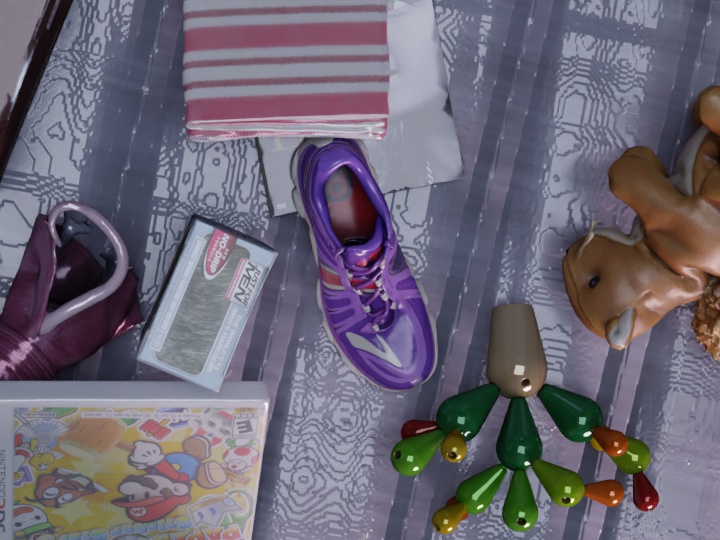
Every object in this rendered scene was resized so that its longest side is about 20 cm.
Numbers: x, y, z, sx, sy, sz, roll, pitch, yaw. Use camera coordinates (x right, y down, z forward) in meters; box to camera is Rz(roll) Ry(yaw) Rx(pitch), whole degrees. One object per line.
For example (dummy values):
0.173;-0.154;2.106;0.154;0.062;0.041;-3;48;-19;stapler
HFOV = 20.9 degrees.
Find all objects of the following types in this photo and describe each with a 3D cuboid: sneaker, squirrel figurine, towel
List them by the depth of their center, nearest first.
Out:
-0.054;-0.187;1.383;0.145;0.030;0.202;-1;72;-3;towel
0.000;0.000;1.397;0.080;0.083;0.201;-23;106;-2;sneaker
0.250;-0.006;1.404;0.200;0.142;0.187;42;95;-3;squirrel figurine

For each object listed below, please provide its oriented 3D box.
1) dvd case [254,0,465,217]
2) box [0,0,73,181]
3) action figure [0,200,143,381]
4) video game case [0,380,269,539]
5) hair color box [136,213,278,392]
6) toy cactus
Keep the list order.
-0.013;-0.152;1.426;0.148;0.016;0.202;-12;94;-5;dvd case
-0.315;-0.163;1.318;0.199;0.164;0.167;22;90;-7;box
-0.230;0.062;1.356;0.134;0.149;0.200;42;74;-13;action figure
-0.170;0.147;1.362;0.198;0.023;0.183;0;132;-10;video game case
-0.107;0.018;1.332;0.060;0.200;0.100;23;90;-7;hair color box
0.118;0.110;1.429;0.198;0.102;0.166;-1;74;-4;toy cactus
